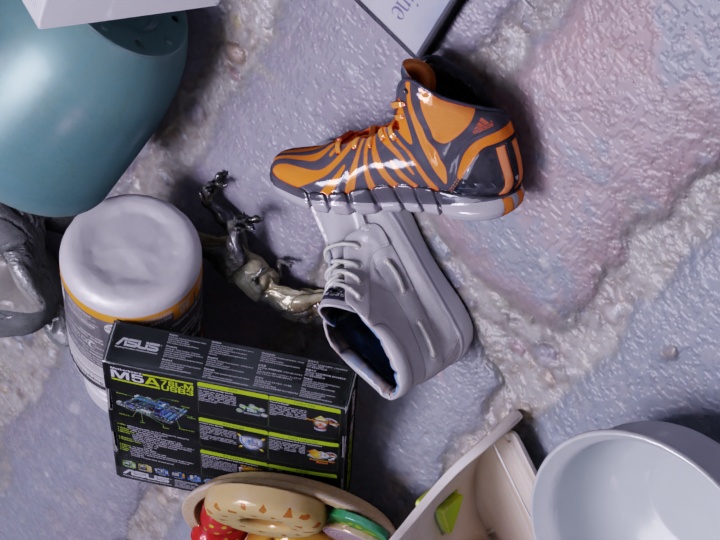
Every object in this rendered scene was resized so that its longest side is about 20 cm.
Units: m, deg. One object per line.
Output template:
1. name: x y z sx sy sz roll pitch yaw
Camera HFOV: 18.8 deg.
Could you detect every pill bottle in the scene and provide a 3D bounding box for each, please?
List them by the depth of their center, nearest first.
1. pill bottle: -0.188 0.036 1.809 0.116 0.116 0.200 37 152 20

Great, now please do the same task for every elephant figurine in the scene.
1. elephant figurine: -0.310 -0.020 1.890 0.200 0.155 0.142 -45 60 56

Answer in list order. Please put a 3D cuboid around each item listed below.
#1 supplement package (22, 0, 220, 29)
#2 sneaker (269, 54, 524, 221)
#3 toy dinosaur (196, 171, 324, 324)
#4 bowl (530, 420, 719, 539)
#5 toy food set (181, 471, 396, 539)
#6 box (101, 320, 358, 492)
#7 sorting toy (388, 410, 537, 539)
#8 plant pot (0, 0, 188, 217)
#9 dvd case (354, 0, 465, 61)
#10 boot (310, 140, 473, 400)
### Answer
1. supplement package: -0.189 -0.302 1.556 0.200 0.151 0.152 57 143 30
2. sneaker: 0.023 -0.102 1.578 0.200 0.078 0.112 2 119 23
3. toy dinosaur: -0.106 -0.025 1.776 0.200 0.047 0.088 32 139 29
4. bowl: 0.227 0.184 1.563 0.201 0.090 0.201 22 128 31
5. toy food set: -0.053 0.225 1.813 0.198 0.049 0.200 23 150 -17
6. box: -0.105 0.125 1.766 0.200 0.048 0.193 11 144 6
7. sorting toy: 0.082 0.240 1.665 0.107 0.180 0.200 -18 101 47
8. plant pot: -0.229 -0.168 1.694 0.161 0.201 0.201 -41 85 35
9. dvd case: 0.005 -0.261 1.544 0.200 0.018 0.143 45 136 11
10. boot: 0.000 0.000 1.653 0.200 0.096 0.074 54 138 2
